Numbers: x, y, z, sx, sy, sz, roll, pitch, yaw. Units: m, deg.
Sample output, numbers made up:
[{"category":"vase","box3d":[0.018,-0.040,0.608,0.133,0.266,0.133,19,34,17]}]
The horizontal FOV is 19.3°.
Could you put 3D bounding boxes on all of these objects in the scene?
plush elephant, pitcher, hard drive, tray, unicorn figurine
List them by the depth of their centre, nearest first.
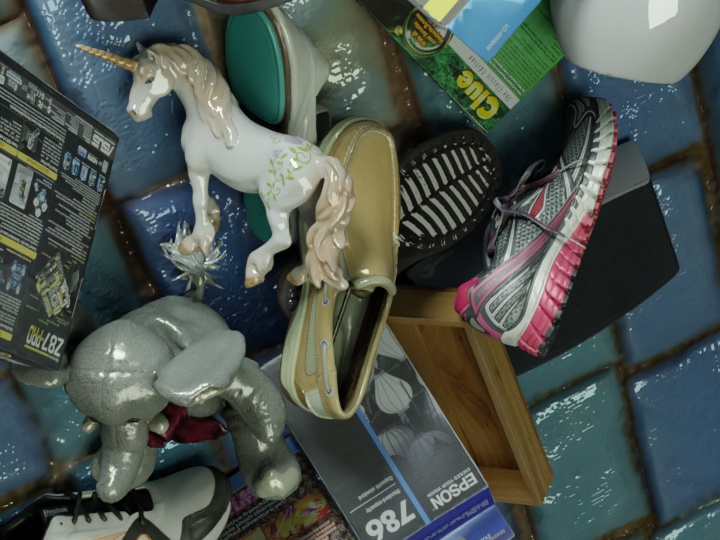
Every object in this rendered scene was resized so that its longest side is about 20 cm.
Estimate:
[{"category":"unicorn figurine","box3d":[-0.085,-0.069,1.374,0.199,0.074,0.138,16,118,15]},{"category":"pitcher","box3d":[0.170,-0.235,1.410,0.170,0.121,0.201,7,106,-9]},{"category":"plush elephant","box3d":[-0.141,0.082,1.412,0.155,0.164,0.201,-32,126,-60]},{"category":"tray","box3d":[0.070,0.093,1.578,0.037,0.098,0.201,-62,143,-37]},{"category":"hard drive","box3d":[0.143,0.003,1.588,0.199,0.042,0.135,-30,129,-7]}]

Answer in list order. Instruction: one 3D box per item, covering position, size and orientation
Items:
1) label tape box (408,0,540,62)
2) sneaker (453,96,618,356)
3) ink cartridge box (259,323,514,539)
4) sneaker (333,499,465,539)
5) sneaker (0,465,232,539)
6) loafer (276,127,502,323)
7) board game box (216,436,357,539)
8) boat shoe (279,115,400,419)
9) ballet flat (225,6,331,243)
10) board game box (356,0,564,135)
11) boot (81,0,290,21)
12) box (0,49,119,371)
[{"category":"label tape box","box3d":[0.048,-0.250,1.336,0.200,0.066,0.143,36,100,-27]},{"category":"sneaker","box3d":[0.129,-0.041,1.490,0.074,0.201,0.081,20,153,6]},{"category":"ink cartridge box","box3d":[0.018,0.128,1.490,0.099,0.039,0.201,-33,87,-4]},{"category":"sneaker","box3d":[0.033,0.167,1.603,0.200,0.077,0.076,58,42,-48]},{"category":"sneaker","box3d":[-0.186,0.188,1.522,0.199,0.074,0.080,-25,127,-11]},{"category":"loafer","box3d":[0.012,-0.034,1.488,0.200,0.071,0.073,-36,109,-18]},{"category":"board game box","box3d":[-0.062,0.249,1.541,0.159,0.200,0.097,-32,131,-3]},{"category":"boat shoe","box3d":[0.000,0.000,1.401,0.071,0.076,0.202,3,96,-28]},{"category":"ballet flat","box3d":[-0.049,-0.109,1.412,0.069,0.070,0.201,-17,131,-17]},{"category":"board game box","box3d":[0.063,-0.187,1.436,0.105,0.023,0.200,-45,129,3]},{"category":"boot","box3d":[-0.108,-0.252,1.249,0.187,0.069,0.201,0,129,20]},{"category":"box","box3d":[-0.217,-0.035,1.271,0.200,0.049,0.162,36,63,-71]}]
